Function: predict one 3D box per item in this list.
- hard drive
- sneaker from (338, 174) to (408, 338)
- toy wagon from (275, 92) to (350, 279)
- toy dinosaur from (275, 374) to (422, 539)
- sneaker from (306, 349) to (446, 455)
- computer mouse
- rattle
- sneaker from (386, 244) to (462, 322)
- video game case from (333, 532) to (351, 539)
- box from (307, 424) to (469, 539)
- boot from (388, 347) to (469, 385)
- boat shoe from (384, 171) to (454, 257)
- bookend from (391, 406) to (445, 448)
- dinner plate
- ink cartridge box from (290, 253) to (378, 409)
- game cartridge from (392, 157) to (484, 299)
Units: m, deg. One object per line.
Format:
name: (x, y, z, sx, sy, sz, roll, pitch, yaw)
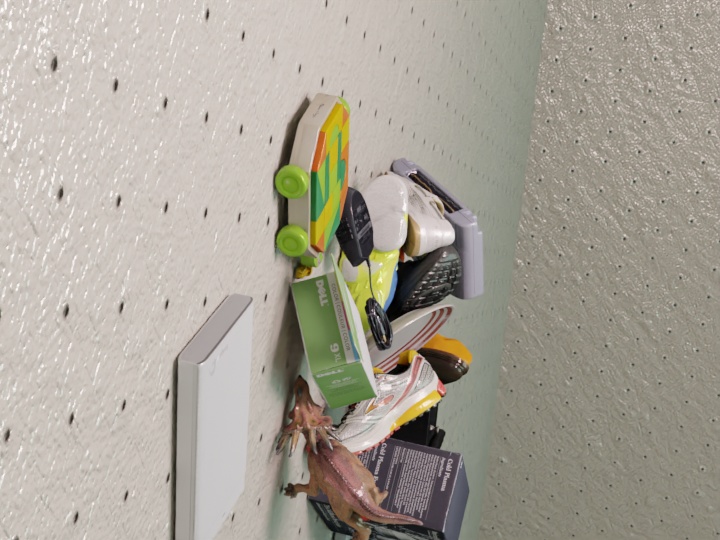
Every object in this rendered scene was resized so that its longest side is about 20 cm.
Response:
hard drive: (-0.130, 0.139, 1.184, 0.132, 0.026, 0.203, -57, 155, -61)
sneaker: (0.015, -0.018, 1.630, 0.105, 0.075, 0.203, -14, 121, -80)
toy wagon: (-0.044, -0.078, 1.363, 0.156, 0.039, 0.202, -64, 160, -51)
toy dinosaur: (-0.025, 0.222, 1.462, 0.086, 0.199, 0.136, -40, 149, -21)
sneaker: (0.010, 0.169, 1.645, 0.199, 0.083, 0.078, -33, -174, -28)
computer mouse: (0.000, 0.000, 1.538, 0.059, 0.034, 0.203, -44, 123, -64)
rattle: (0.092, 0.049, 1.870, 0.130, 0.141, 0.203, -55, 154, -64)
sneaker: (0.056, 0.018, 1.712, 0.200, 0.075, 0.092, -48, -123, 43)
video game case: (-0.018, 0.438, 1.972, 0.200, 0.022, 0.185, -21, 121, -77)
box: (0.042, 0.294, 1.746, 0.200, 0.179, 0.105, 70, 32, -66)
boot: (0.063, 0.166, 1.790, 0.075, 0.199, 0.098, 41, 58, -23)
boat shoe: (0.072, -0.071, 1.689, 0.200, 0.068, 0.072, -116, -155, -61)
bookend: (0.079, 0.215, 2.060, 0.200, 0.091, 0.201, -58, 155, -62)
dinner plate: (0.034, 0.097, 1.673, 0.199, 0.024, 0.200, -35, 165, -11)
ink cartridge box: (-0.030, 0.069, 1.421, 0.200, 0.058, 0.105, 70, 6, -69)
game cartridge: (0.101, -0.051, 1.777, 0.200, 0.040, 0.135, 46, -28, 50)
